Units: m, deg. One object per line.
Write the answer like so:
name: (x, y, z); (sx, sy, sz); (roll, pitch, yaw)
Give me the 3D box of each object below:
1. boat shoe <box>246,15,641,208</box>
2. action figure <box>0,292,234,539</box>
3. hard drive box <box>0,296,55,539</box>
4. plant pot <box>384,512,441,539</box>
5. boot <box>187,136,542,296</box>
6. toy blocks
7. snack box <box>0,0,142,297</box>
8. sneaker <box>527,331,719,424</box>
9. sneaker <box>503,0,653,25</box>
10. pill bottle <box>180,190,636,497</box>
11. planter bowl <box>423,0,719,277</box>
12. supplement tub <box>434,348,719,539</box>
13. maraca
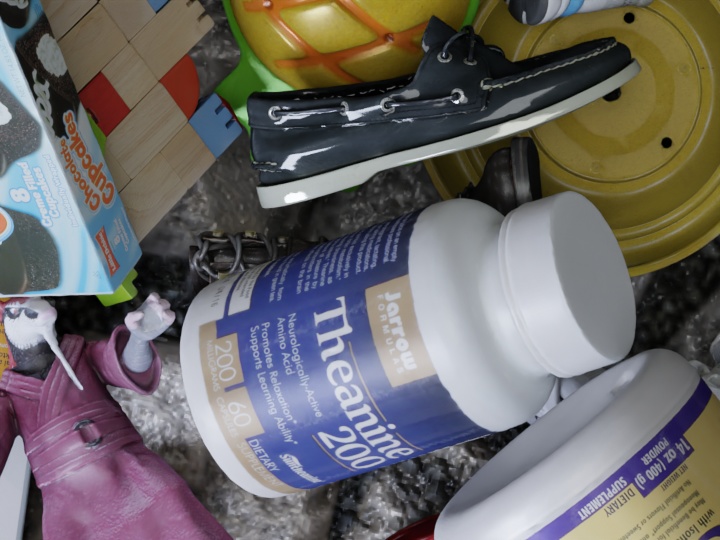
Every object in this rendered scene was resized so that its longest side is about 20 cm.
boat shoe: (0.035, -0.090, 1.459); (0.199, 0.075, 0.066); (-17, 97, 15)
action figure: (-0.129, 0.090, 1.475); (0.133, 0.149, 0.201); (-25, 78, 2)
hard drive box: (-0.250, 0.100, 1.523); (0.155, 0.077, 0.201); (6, 95, -20)
plant pot: (0.065, 0.212, 1.502); (0.199, 0.183, 0.202); (0, 95, 0)
boot: (0.000, 0.000, 1.496); (0.173, 0.200, 0.070); (4, 55, -6)
toy blocks: (-0.134, -0.105, 1.491); (0.200, 0.100, 0.137); (54, 53, -16)
snack box: (-0.191, -0.078, 1.411); (0.116, 0.037, 0.201); (-2, 124, 30)
sneaker: (0.163, 0.062, 1.528); (0.200, 0.075, 0.115); (35, 87, -29)
sneaker: (0.105, -0.208, 1.508); (0.086, 0.075, 0.201); (0, 61, -20)
pill bottle: (0.024, 0.031, 1.405); (0.199, 0.111, 0.111); (-19, 95, 27)
planter bowl: (0.125, -0.092, 1.531); (0.199, 0.083, 0.201); (0, 94, 0)
supplement tub: (0.144, 0.152, 1.340); (0.145, 0.145, 0.200); (-39, 93, 2)
maraca: (-0.009, -0.137, 1.519); (0.136, 0.107, 0.201); (16, 114, 7)
